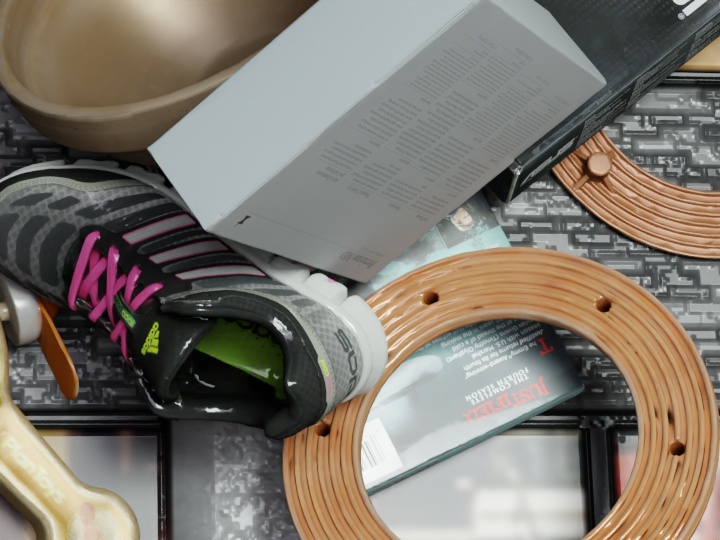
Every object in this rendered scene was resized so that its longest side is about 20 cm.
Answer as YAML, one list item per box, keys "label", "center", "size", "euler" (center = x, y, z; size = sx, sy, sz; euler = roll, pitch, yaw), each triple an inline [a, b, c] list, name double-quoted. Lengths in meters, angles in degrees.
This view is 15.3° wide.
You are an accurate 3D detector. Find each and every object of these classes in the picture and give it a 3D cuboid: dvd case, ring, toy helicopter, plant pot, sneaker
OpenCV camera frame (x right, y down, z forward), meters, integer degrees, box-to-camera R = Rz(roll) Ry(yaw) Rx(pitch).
- label: "dvd case"
  center: [0.000, 0.000, 1.297]
  size: [0.146, 0.022, 0.200]
  euler: [-25, 78, -14]
- label: "ring"
  center: [0.176, -0.104, 1.353]
  size: [0.200, 0.019, 0.201]
  euler: [2, 75, -8]
- label: "toy helicopter"
  center: [-0.171, 0.061, 1.239]
  size: [0.200, 0.079, 0.132]
  euler: [47, 64, -5]
- label: "plant pot"
  center: [-0.062, -0.110, 1.239]
  size: [0.200, 0.093, 0.201]
  euler: [-18, 40, 16]
- label: "sneaker"
  center: [-0.088, 0.016, 1.198]
  size: [0.200, 0.074, 0.087]
  euler: [26, 29, 5]
- label: "ring"
  center: [0.064, 0.080, 1.225]
  size: [0.200, 0.019, 0.201]
  euler: [-6, 58, 10]

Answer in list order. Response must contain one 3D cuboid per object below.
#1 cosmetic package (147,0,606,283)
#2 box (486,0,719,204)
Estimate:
- label: "cosmetic package"
  center: [0.013, -0.068, 1.169]
  size: [0.151, 0.200, 0.052]
  euler: [-42, 72, 10]
- label: "box"
  center: [0.083, -0.164, 1.324]
  size: [0.200, 0.048, 0.193]
  euler: [-37, 74, -17]
